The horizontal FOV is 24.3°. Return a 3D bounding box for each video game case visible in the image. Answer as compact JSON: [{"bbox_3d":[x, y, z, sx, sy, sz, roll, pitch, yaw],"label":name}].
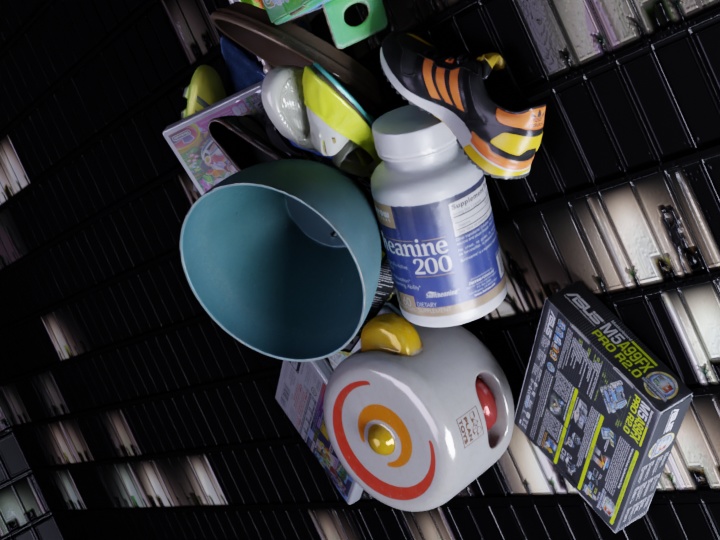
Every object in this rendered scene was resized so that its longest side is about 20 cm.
[{"bbox_3d":[-0.044,0.187,2.133,0.183,0.023,0.200,54,156,20],"label":"video game case"},{"bbox_3d":[-0.116,-0.102,1.890,0.143,0.018,0.201,-22,111,26],"label":"video game case"}]

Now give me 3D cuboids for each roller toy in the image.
[{"bbox_3d":[0.058,0.151,1.761,0.182,0.140,0.200,42,134,16],"label":"roller toy"}]

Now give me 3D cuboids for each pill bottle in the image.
[{"bbox_3d":[0.072,-0.056,1.621,0.111,0.111,0.201,21,131,53],"label":"pill bottle"}]

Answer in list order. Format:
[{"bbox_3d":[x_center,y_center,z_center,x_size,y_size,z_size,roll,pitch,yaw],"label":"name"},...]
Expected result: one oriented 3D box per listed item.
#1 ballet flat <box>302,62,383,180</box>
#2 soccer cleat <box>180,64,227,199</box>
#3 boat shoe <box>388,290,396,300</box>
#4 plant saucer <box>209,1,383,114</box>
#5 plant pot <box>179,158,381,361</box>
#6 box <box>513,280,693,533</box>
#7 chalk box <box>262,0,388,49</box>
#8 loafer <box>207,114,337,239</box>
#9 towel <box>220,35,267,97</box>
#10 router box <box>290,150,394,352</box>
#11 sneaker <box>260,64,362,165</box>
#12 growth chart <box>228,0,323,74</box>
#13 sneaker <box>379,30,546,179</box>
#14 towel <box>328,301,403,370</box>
[{"bbox_3d":[-0.011,-0.135,1.639,0.067,0.067,0.200,45,-173,31],"label":"ballet flat"},{"bbox_3d":[-0.155,-0.144,1.925,0.083,0.065,0.201,10,124,23],"label":"soccer cleat"},{"bbox_3d":[0.000,0.000,1.857,0.201,0.060,0.072,-5,110,62],"label":"boat shoe"},{"bbox_3d":[-0.060,-0.218,1.692,0.199,0.030,0.200,29,179,0],"label":"plant saucer"},{"bbox_3d":[-0.059,-0.031,1.645,0.199,0.135,0.201,15,128,19],"label":"plant pot"},{"bbox_3d":[0.226,0.131,1.588,0.160,0.044,0.201,46,149,30],"label":"box"},{"bbox_3d":[-0.032,-0.313,1.568,0.124,0.124,0.201,-13,103,63],"label":"chalk box"},{"bbox_3d":[-0.097,-0.098,1.775,0.200,0.063,0.072,47,116,35],"label":"loafer"},{"bbox_3d":[-0.116,-0.177,1.924,0.112,0.048,0.201,45,148,31],"label":"towel"},{"bbox_3d":[-0.034,-0.034,1.788,0.150,0.051,0.200,-55,48,19],"label":"router box"},{"bbox_3d":[-0.070,-0.163,1.702,0.111,0.200,0.077,16,88,33],"label":"sneaker"},{"bbox_3d":[-0.087,-0.307,1.763,0.145,0.018,0.200,58,143,12],"label":"growth chart"},{"bbox_3d":[0.099,-0.175,1.531,0.200,0.070,0.090,48,134,28],"label":"sneaker"},{"bbox_3d":[0.031,0.137,1.941,0.201,0.048,0.171,65,153,-1],"label":"towel"}]
